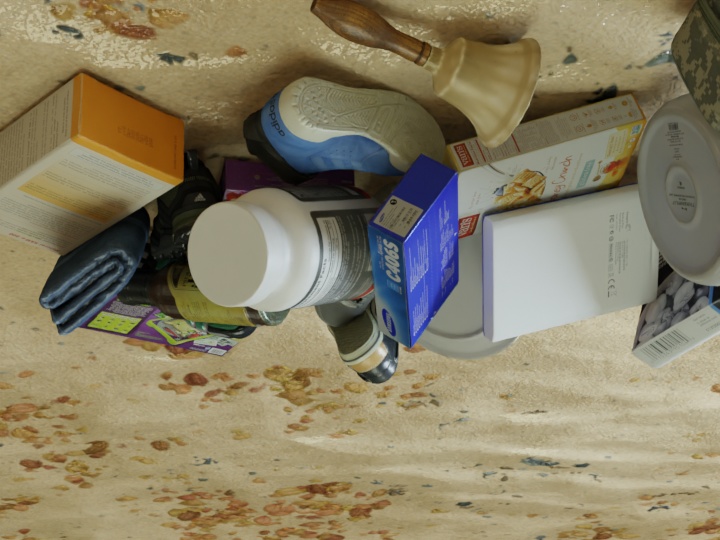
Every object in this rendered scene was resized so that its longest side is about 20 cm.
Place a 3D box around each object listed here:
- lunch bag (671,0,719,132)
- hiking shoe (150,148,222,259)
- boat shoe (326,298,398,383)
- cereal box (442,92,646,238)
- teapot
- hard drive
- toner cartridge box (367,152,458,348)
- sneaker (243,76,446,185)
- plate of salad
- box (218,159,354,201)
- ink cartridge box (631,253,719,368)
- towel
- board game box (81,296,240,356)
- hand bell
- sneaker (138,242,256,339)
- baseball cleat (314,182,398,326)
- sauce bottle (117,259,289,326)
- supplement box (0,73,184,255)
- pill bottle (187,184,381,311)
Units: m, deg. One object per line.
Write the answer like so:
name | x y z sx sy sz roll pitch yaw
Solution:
lunch bag | 0.385 -0.202 1.238 0.198 0.140 0.168 7 133 -23
hiking shoe | -0.172 -0.066 1.486 0.075 0.102 0.200 -3 175 -18
boat shoe | 0.006 0.066 1.654 0.074 0.200 0.062 -36 112 10
cereal box | 0.171 -0.098 1.449 0.198 0.040 0.144 -17 156 -12
teapot | 0.364 -0.085 1.397 0.145 0.201 0.198 -12 141 -18
hard drive | 0.216 -0.011 1.503 0.199 0.025 0.133 -12 115 -22
toner cartridge box | 0.054 -0.015 1.425 0.043 0.095 0.201 29 154 20
sneaker | -0.019 -0.123 1.402 0.199 0.077 0.111 9 159 -39
plate of salad | 0.101 -0.001 1.576 0.199 0.201 0.048 -26 -174 37
box | -0.093 -0.047 1.576 0.136 0.039 0.200 4 152 -13
ink cartridge box | 0.375 -0.019 1.540 0.043 0.201 0.198 33 141 -14
towel | -0.260 -0.008 1.471 0.111 0.200 0.049 -37 104 6
board game box | -0.226 0.053 1.766 0.199 0.033 0.120 14 151 -31
hand bell | 0.048 -0.192 1.285 0.199 0.105 0.104 21 146 -19
sneaker | -0.178 0.028 1.611 0.199 0.075 0.088 26 167 30
baseball cleat | 0.000 0.000 1.543 0.069 0.107 0.201 20 125 -11
sauce bottle | -0.167 0.022 1.515 0.199 0.065 0.065 2 159 31
supplement box | -0.279 -0.098 1.418 0.199 0.074 0.126 -26 145 37
pill bottle | -0.065 -0.022 1.396 0.115 0.117 0.199 -23 171 33
